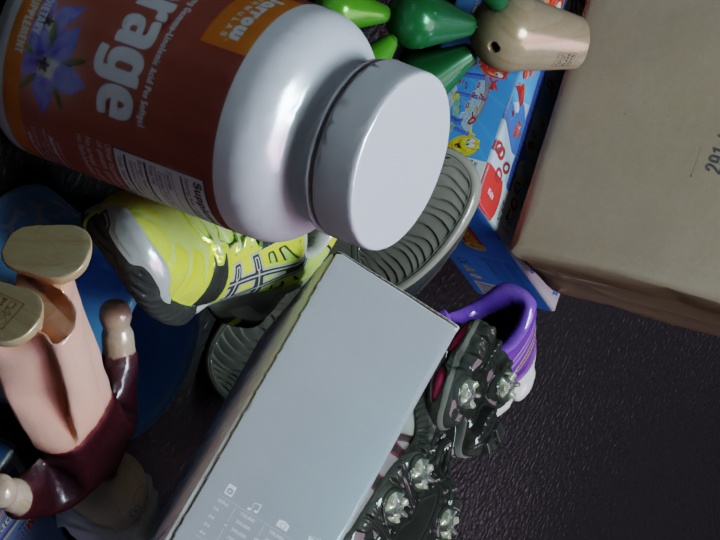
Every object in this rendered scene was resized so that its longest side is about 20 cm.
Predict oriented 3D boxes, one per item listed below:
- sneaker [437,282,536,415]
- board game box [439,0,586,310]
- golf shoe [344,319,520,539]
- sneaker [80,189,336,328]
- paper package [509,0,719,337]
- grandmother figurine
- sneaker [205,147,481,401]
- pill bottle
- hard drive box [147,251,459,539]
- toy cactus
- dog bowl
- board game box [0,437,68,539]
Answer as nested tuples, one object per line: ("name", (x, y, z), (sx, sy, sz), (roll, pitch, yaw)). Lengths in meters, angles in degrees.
("sneaker", (0.027, 0.065, 1.626), (0.200, 0.081, 0.084), (-35, 151, -32))
("board game box", (0.102, -0.102, 1.717), (0.197, 0.056, 0.200), (-71, 157, -13))
("golf shoe", (0.015, 0.110, 1.526), (0.200, 0.088, 0.077), (-59, 141, -37))
("sneaker", (-0.073, -0.020, 1.366), (0.076, 0.076, 0.200), (-39, 169, 14))
("paper package", (0.209, -0.068, 1.646), (0.103, 0.190, 0.201), (43, 63, -70))
("grandmother figurine", (-0.139, 0.071, 1.328), (0.121, 0.060, 0.200), (-46, 146, -22))
("sneaker", (0.000, 0.000, 1.611), (0.200, 0.075, 0.106), (-42, 168, 16))
("pill bottle", (-0.064, -0.080, 1.279), (0.112, 0.199, 0.113), (-42, 142, -44))
("hard drive box", (-0.047, 0.110, 1.393), (0.200, 0.077, 0.156), (-61, -175, -23))
("toy cactus", (0.055, -0.137, 1.551), (0.164, 0.102, 0.201), (6, 123, -24))
("dog bowl", (-0.145, 0.029, 1.406), (0.112, 0.049, 0.200), (-63, 155, -4))
("board game box", (-0.225, 0.201, 1.395), (0.200, 0.056, 0.196), (-55, 154, -22))
